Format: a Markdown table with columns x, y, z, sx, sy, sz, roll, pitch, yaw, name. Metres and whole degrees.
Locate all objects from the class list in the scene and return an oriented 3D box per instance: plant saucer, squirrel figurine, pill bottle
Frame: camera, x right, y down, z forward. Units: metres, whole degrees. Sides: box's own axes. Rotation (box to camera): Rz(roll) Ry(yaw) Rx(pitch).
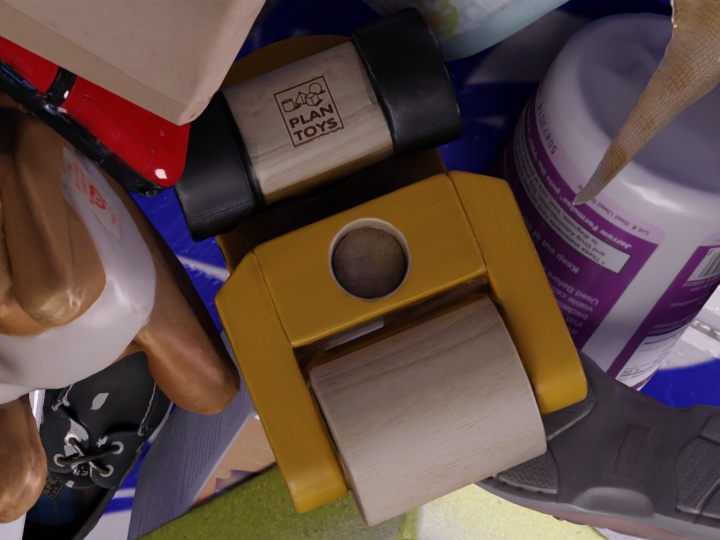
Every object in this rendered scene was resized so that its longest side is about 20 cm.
| x | y | z | sx | sy | sz | roll | pitch | yaw | name |
| --- | --- | --- | --- | --- | --- | --- | --- | --- | --- |
| 0.019 | 0.163 | 1.129 | 0.200 | 0.048 | 0.200 | -30 | 127 | 32 | plant saucer |
| -0.181 | 0.009 | 0.909 | 0.186 | 0.201 | 0.141 | -33 | 160 | 12 | squirrel figurine |
| 0.098 | -0.008 | 1.040 | 0.112 | 0.113 | 0.200 | 18 | 137 | -12 | pill bottle |

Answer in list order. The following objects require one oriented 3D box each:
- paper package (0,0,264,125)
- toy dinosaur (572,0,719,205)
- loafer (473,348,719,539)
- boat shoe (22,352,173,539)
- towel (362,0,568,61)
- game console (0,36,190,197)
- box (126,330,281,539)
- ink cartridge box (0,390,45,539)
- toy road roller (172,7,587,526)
| x | y | z | sx | sy | sz | roll | pitch | yaw | name |
| --- | --- | --- | --- | --- | --- | --- | --- | --- | --- |
| -0.097 | -0.171 | 0.784 | 0.199 | 0.191 | 0.104 | 28 | 134 | -4 | paper package |
| 0.150 | -0.094 | 0.939 | 0.101 | 0.058 | 0.200 | 39 | 87 | -39 | toy dinosaur |
| 0.104 | 0.080 | 0.971 | 0.199 | 0.072 | 0.063 | 16 | 156 | 36 | loafer |
| -0.139 | 0.088 | 1.219 | 0.068 | 0.057 | 0.200 | 19 | 137 | -13 | boat shoe |
| 0.046 | -0.177 | 0.908 | 0.200 | 0.048 | 0.171 | -30 | 124 | 34 | towel |
| -0.153 | -0.118 | 0.878 | 0.118 | 0.201 | 0.172 | -29 | 128 | 29 | game console |
| -0.016 | 0.109 | 1.189 | 0.152 | 0.107 | 0.200 | 19 | 137 | -14 | box |
| -0.207 | 0.007 | 1.007 | 0.146 | 0.201 | 0.086 | 7 | -174 | -27 | ink cartridge box |
| 0.000 | 0.000 | 0.980 | 0.122 | 0.201 | 0.146 | -21 | 171 | -4 | toy road roller |
